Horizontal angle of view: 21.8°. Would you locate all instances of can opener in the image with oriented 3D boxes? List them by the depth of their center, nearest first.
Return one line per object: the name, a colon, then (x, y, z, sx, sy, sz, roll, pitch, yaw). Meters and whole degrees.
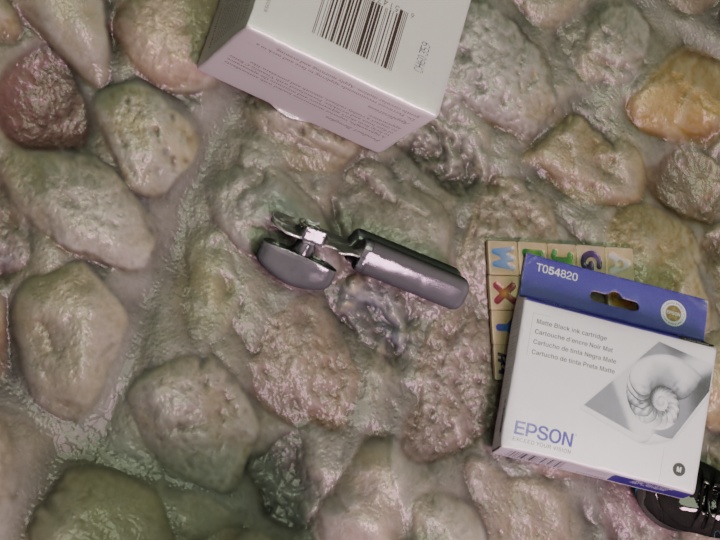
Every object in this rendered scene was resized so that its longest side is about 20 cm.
can opener: (0.000, 0.000, 1.702, 0.199, 0.053, 0.067, 22, 103, -21)

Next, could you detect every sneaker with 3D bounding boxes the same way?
sneaker: (0.358, 0.225, 1.801, 0.198, 0.082, 0.074, 19, 74, -20)

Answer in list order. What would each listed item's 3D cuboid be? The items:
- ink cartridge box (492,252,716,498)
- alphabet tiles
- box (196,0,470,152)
ink cartridge box: (0.234, 0.095, 1.762, 0.198, 0.041, 0.202, 13, 72, -9)
alphabet tiles: (0.198, 0.073, 1.798, 0.166, 0.008, 0.202, 3, 78, -26)
box: (-0.015, -0.244, 1.690, 0.198, 0.130, 0.202, 23, 69, -20)
